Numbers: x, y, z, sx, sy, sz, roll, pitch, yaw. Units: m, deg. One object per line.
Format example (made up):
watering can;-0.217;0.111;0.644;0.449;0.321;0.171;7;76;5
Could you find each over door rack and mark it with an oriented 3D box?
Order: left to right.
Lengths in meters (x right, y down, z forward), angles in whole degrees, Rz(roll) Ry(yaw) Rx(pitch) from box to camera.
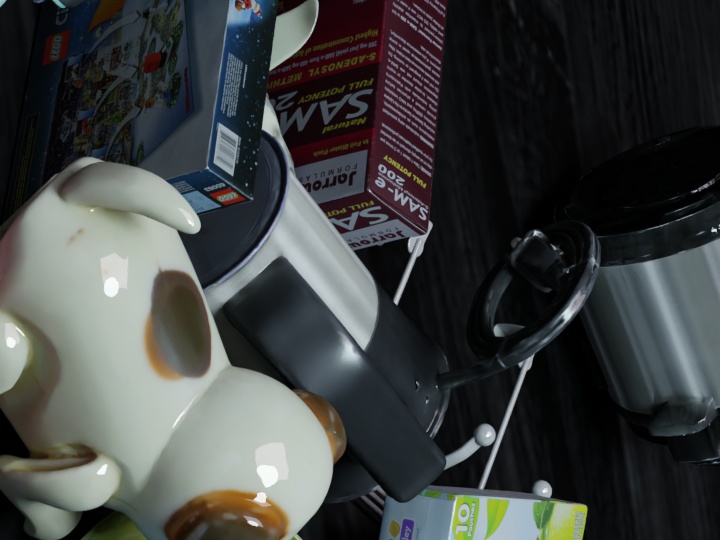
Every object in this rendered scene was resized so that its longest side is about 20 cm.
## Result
over door rack;0.056;0.078;1.577;0.148;0.066;0.201;45;46;-40

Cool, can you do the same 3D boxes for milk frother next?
milk frother;0.000;0.000;1.378;0.200;0.180;0.188;-54;135;-16

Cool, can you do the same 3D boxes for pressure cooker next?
pressure cooker;0.231;0.024;1.745;0.201;0.175;0.179;67;-10;-20

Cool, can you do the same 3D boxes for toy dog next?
toy dog;-0.097;0.050;1.236;0.200;0.194;0.140;48;31;-7

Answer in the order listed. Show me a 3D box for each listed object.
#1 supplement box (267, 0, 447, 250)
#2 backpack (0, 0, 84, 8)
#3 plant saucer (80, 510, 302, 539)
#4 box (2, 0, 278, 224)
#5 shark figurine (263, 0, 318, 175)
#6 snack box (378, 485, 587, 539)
supplement box;-0.013;-0.110;1.502;0.061;0.109;0.201;33;53;-45
backpack;-0.175;-0.216;1.248;0.176;0.153;0.200;58;1;-23
plant saucer;-0.088;0.209;1.312;0.199;0.031;0.201;9;76;-38
box;-0.105;-0.116;1.343;0.038;0.136;0.201;34;53;-43
shark figurine;-0.061;-0.153;1.464;0.090;0.128;0.215;128;-18;-84
snack box;0.057;0.224;1.496;0.142;0.053;0.201;10;89;-53
